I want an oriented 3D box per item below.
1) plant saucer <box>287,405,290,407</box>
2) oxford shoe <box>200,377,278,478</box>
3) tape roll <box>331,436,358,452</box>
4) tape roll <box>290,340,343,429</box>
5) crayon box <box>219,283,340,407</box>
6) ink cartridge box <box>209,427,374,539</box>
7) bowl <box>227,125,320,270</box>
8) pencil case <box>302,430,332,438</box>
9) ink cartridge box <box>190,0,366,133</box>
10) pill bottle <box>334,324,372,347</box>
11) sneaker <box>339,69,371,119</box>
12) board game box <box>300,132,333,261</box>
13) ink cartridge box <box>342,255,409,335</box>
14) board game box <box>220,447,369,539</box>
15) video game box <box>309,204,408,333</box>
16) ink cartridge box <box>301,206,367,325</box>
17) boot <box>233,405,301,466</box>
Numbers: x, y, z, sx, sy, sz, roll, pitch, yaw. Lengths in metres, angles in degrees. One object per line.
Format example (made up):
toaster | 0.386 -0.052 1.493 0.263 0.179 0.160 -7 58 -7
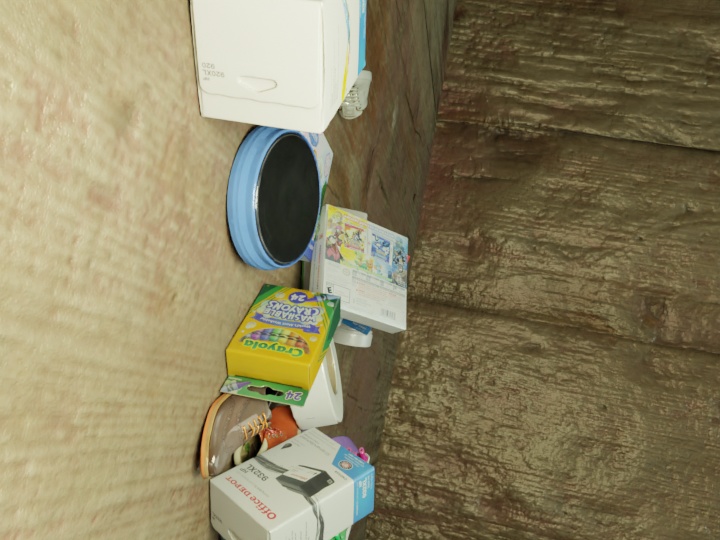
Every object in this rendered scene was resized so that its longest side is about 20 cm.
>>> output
plant saucer | -0.104 0.186 1.500 0.200 0.032 0.202 8 90 -80
oxford shoe | -0.165 0.206 1.039 0.201 0.072 0.072 -68 165 -50
tape roll | -0.079 0.403 1.404 0.199 0.066 0.201 -30 149 -20
tape roll | -0.083 0.170 1.299 0.202 0.070 0.205 -10 90 -87
crayon box | -0.113 0.102 1.091 0.201 0.124 0.052 -68 164 -53
ink cartridge box | -0.098 0.328 1.088 0.199 0.144 0.085 -19 121 -41
bowl | -0.112 -0.099 1.031 0.200 0.039 0.203 7 90 -66
pencil case | -0.111 0.426 1.532 0.085 0.083 0.202 5 94 -54
ink cartridge box | -0.084 -0.271 0.852 0.201 0.146 0.146 -69 165 -51
pill bottle | -0.008 0.066 1.697 0.113 0.112 0.202 -3 103 -80
sneaker | -0.014 -0.333 1.417 0.200 0.072 0.086 -22 118 -80
board game box | -0.098 -0.134 1.207 0.200 0.041 0.202 54 46 -77
ink cartridge box | 0.033 0.029 1.490 0.117 0.067 0.200 -65 -177 -35
board game box | -0.102 0.359 1.190 0.201 0.198 0.026 -68 151 -52
video game box | 0.000 0.000 1.330 0.199 0.047 0.184 21 64 -36
ink cartridge box | -0.050 -0.012 1.462 0.201 0.083 0.146 -68 166 -54
boot | -0.149 0.275 1.208 0.201 0.074 0.108 -66 157 -53
